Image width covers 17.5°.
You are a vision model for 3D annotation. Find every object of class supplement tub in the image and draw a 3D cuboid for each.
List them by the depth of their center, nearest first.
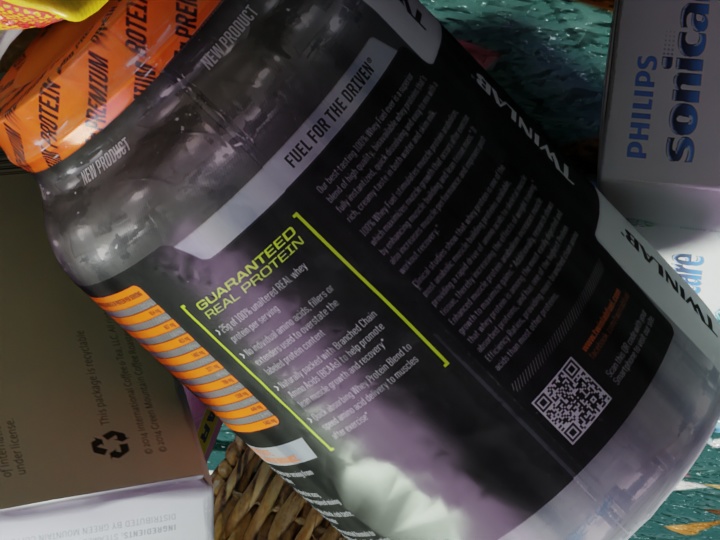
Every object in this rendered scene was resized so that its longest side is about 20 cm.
[{"bbox_3d":[-0.002,-0.006,0.656,0.200,0.123,0.122,45,149,-17],"label":"supplement tub"}]

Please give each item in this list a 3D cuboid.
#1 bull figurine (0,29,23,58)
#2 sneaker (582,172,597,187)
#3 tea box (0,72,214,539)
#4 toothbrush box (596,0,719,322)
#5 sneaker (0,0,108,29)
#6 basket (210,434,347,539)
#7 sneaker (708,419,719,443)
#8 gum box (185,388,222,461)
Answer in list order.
[{"bbox_3d":[-0.118,-0.085,0.660,0.065,0.122,0.200,41,145,-14],"label":"bull figurine"},{"bbox_3d":[0.071,-0.001,0.883,0.199,0.079,0.075,-4,159,32],"label":"sneaker"},{"bbox_3d":[-0.131,0.076,0.751,0.133,0.200,0.197,-8,133,-14],"label":"tea box"},{"bbox_3d":[0.176,-0.031,0.729,0.199,0.086,0.146,5,163,9],"label":"toothbrush box"},{"bbox_3d":[-0.103,-0.135,0.461,0.077,0.073,0.200,6,140,46],"label":"sneaker"},{"bbox_3d":[0.022,0.111,1.021,0.142,0.200,0.149,25,167,18],"label":"basket"},{"bbox_3d":[0.153,0.036,0.932,0.130,0.080,0.200,4,172,13],"label":"sneaker"},{"bbox_3d":[-0.118,0.066,0.988,0.066,0.201,0.113,12,164,29],"label":"gum box"}]
